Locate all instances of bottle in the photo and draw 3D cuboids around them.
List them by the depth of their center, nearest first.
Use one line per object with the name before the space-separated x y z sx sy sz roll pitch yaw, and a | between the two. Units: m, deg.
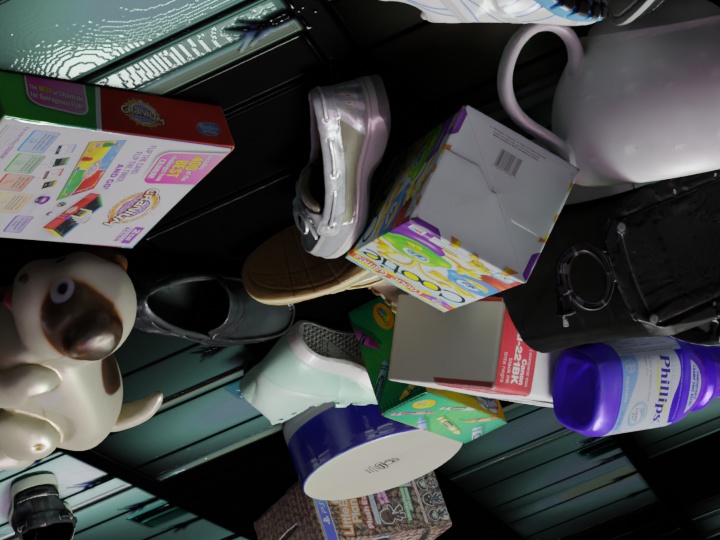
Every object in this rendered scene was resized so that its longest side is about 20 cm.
bottle | 0.259 0.097 1.486 0.200 0.084 0.065 -3 -166 -39

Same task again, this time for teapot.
teapot | 0.231 -0.151 1.307 0.197 0.146 0.200 -7 -171 26

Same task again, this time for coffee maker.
coffee maker | 0.190 -0.006 1.342 0.192 0.135 0.200 4 171 -24

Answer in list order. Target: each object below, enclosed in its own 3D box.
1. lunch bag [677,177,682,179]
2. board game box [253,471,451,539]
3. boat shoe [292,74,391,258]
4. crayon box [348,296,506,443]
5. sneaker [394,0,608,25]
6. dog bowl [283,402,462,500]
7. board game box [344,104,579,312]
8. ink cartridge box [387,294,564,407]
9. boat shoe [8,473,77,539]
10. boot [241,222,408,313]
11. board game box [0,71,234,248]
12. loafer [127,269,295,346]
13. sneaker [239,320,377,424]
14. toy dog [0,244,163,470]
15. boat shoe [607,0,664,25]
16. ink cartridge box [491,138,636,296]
lunch bag | 0.309 -0.053 1.521 0.082 0.200 0.161 28 148 3
board game box | -0.011 0.333 2.207 0.200 0.097 0.159 -3 151 -33
boat shoe | -0.026 -0.081 1.350 0.065 0.075 0.202 -4 149 -17
crayon box | 0.073 0.104 1.753 0.058 0.119 0.200 -28 154 20
sneaker | 0.087 -0.205 1.181 0.200 0.075 0.087 9 152 -34
dog bowl | 0.016 0.192 1.948 0.200 0.079 0.200 -16 156 -7
board game box | 0.075 -0.044 1.338 0.105 0.103 0.200 29 167 -9
ink cartridge box | 0.148 0.078 1.533 0.200 0.084 0.144 12 173 -39
boat shoe | -0.357 0.294 1.904 0.074 0.066 0.199 -12 155 -17
boot | 0.000 0.000 1.541 0.200 0.073 0.155 -23 157 1
board game box | -0.218 -0.077 1.247 0.200 0.040 0.153 5 147 -43
loafer | -0.133 0.036 1.500 0.200 0.068 0.070 8 180 -42
sneaker | -0.038 0.120 1.756 0.118 0.074 0.200 -39 140 25
toy dog | -0.251 0.070 1.395 0.194 0.140 0.200 19 134 -8
boat shoe | 0.235 -0.245 1.183 0.060 0.076 0.200 -2 152 -22
ink cartridge box | 0.172 -0.042 1.556 0.145 0.084 0.200 -18 156 -2
